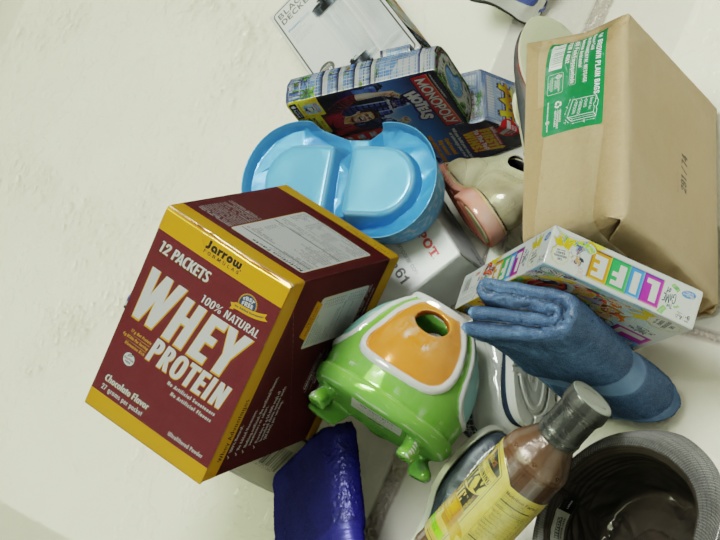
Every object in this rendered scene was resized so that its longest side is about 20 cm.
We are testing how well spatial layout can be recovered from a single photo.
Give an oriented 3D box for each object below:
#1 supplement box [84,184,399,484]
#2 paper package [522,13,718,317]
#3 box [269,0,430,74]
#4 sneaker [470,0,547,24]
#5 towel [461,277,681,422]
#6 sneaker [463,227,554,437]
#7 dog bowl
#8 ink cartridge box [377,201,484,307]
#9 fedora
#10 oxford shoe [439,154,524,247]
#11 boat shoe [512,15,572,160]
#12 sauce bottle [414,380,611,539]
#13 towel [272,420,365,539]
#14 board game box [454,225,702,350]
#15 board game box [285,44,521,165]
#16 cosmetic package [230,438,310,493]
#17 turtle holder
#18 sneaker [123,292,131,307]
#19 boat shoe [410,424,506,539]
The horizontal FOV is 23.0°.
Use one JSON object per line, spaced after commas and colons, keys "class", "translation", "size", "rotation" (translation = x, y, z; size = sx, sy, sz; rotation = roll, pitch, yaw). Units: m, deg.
{"class": "supplement box", "translation": [-0.100, 0.050, 1.533], "size": [0.133, 0.200, 0.198], "rotation": [32, 110, 20]}
{"class": "paper package", "translation": [0.223, -0.082, 1.498], "size": [0.103, 0.191, 0.201], "rotation": [-12, 60, 32]}
{"class": "box", "translation": [-0.004, -0.237, 1.852], "size": [0.117, 0.060, 0.200], "rotation": [-43, 48, 13]}
{"class": "sneaker", "translation": [0.180, -0.309, 1.730], "size": [0.199, 0.115, 0.081], "rotation": [-16, 55, -3]}
{"class": "towel", "translation": [0.177, 0.073, 1.449], "size": [0.111, 0.200, 0.049], "rotation": [8, 69, 41]}
{"class": "sneaker", "translation": [0.124, 0.054, 1.594], "size": [0.080, 0.076, 0.201], "rotation": [-22, 53, 42]}
{"class": "dog bowl", "translation": [-0.013, -0.077, 1.636], "size": [0.199, 0.050, 0.112], "rotation": [3, 74, 26]}
{"class": "ink cartridge box", "translation": [0.000, 0.000, 1.681], "size": [0.200, 0.085, 0.145], "rotation": [-38, 62, 9]}
{"class": "fedora", "translation": [0.230, 0.220, 1.402], "size": [0.200, 0.090, 0.177], "rotation": [15, 75, 55]}
{"class": "oxford shoe", "translation": [0.123, -0.073, 1.630], "size": [0.074, 0.071, 0.200], "rotation": [-34, 18, 1]}
{"class": "boat shoe", "translation": [0.177, -0.150, 1.661], "size": [0.063, 0.071, 0.200], "rotation": [117, 153, -53]}
{"class": "sauce bottle", "translation": [0.125, 0.172, 1.435], "size": [0.200, 0.065, 0.065], "rotation": [-50, 46, 18]}
{"class": "towel", "translation": [-0.028, 0.254, 1.600], "size": [0.148, 0.049, 0.201], "rotation": [-46, 43, 49]}
{"class": "board game box", "translation": [0.175, 0.025, 1.454], "size": [0.200, 0.134, 0.034], "rotation": [144, 147, -70]}
{"class": "board game box", "translation": [0.058, -0.154, 1.697], "size": [0.199, 0.200, 0.062], "rotation": [-12, 61, 18]}
{"class": "cosmetic package", "translation": [-0.129, 0.116, 1.743], "size": [0.071, 0.105, 0.200], "rotation": [-45, 49, 9]}
{"class": "turtle holder", "translation": [0.046, 0.100, 1.539], "size": [0.141, 0.186, 0.132], "rotation": [26, 78, 35]}
{"class": "sneaker", "translation": [-0.161, 0.008, 1.856], "size": [0.200, 0.079, 0.089], "rotation": [-21, 42, 26]}
{"class": "boat shoe", "translation": [0.082, 0.230, 1.531], "size": [0.062, 0.075, 0.200], "rotation": [35, 94, 44]}
